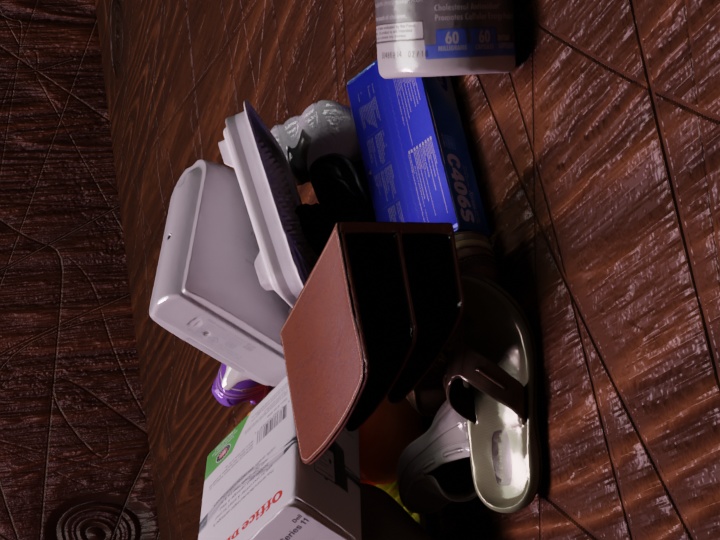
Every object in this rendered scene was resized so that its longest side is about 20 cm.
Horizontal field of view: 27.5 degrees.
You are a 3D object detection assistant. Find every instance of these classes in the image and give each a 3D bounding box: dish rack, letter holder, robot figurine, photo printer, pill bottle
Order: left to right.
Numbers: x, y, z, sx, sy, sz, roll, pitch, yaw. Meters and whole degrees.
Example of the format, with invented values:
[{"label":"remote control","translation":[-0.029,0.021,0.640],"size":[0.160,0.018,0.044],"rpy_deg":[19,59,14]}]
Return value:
[{"label":"photo printer","translation":[-0.118,-0.006,1.442],"size":[0.069,0.166,0.200],"rpy_deg":[-34,36,35]},{"label":"dish rack","translation":[-0.078,-0.044,1.371],"size":[0.172,0.043,0.201],"rpy_deg":[51,-160,-71]},{"label":"robot figurine","translation":[-0.021,0.167,1.497],"size":[0.117,0.199,0.144],"rpy_deg":[61,-145,-29]},{"label":"letter holder","translation":[0.011,0.069,1.227],"size":[0.200,0.100,0.143],"rpy_deg":[120,145,-57]},{"label":"pill bottle","translation":[0.066,-0.257,1.180],"size":[0.114,0.113,0.201],"rpy_deg":[-159,65,-72]}]

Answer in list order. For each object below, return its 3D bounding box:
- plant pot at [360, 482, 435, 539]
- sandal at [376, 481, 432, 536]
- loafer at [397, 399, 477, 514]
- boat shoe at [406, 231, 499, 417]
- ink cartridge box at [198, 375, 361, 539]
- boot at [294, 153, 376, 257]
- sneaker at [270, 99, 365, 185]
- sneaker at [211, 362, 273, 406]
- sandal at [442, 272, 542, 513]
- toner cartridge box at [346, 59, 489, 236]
[{"label":"plant pot","translation":[0.006,0.300,1.378],"size":[0.174,0.199,0.201],"rpy_deg":[-120,30,-52]},{"label":"sandal","translation":[0.023,0.236,1.555],"size":[0.087,0.079,0.200],"rpy_deg":[51,-179,-41]},{"label":"loafer","translation":[0.079,0.180,1.332],"size":[0.200,0.070,0.070],"rpy_deg":[112,157,-55]},{"label":"boat shoe","translation":[0.079,0.061,1.296],"size":[0.068,0.072,0.201],"rpy_deg":[-111,26,-46]},{"label":"ink cartridge box","translation":[-0.075,0.208,1.347],"size":[0.147,0.083,0.200],"rpy_deg":[-44,22,22]},{"label":"boot","translation":[0.000,0.000,1.398],"size":[0.168,0.076,0.201],"rpy_deg":[18,-112,-66]},{"label":"sneaker","translation":[-0.011,-0.125,1.487],"size":[0.200,0.113,0.076],"rpy_deg":[-7,82,62]},{"label":"sneaker","translation":[-0.109,0.098,1.548],"size":[0.084,0.081,0.200],"rpy_deg":[-54,-12,13]},{"label":"sandal","translation":[0.104,0.100,1.203],"size":[0.080,0.057,0.202],"rpy_deg":[-13,87,38]},{"label":"toner cartridge box","translation":[0.050,-0.104,1.334],"size":[0.095,0.043,0.201],"rpy_deg":[-31,60,39]}]
